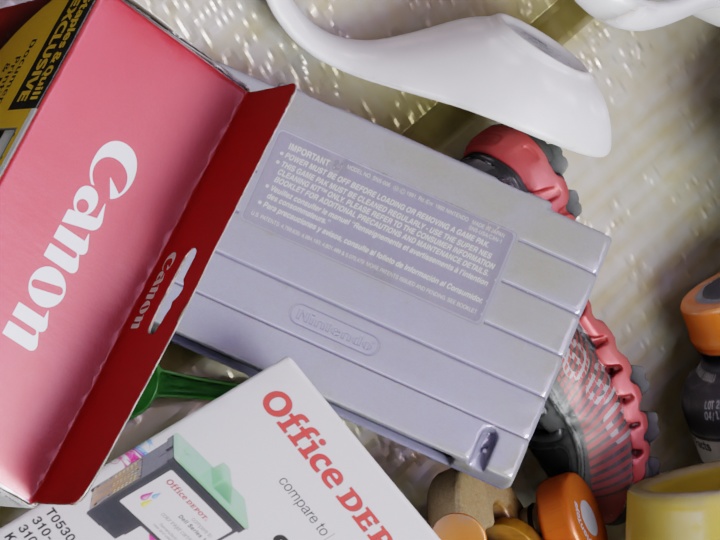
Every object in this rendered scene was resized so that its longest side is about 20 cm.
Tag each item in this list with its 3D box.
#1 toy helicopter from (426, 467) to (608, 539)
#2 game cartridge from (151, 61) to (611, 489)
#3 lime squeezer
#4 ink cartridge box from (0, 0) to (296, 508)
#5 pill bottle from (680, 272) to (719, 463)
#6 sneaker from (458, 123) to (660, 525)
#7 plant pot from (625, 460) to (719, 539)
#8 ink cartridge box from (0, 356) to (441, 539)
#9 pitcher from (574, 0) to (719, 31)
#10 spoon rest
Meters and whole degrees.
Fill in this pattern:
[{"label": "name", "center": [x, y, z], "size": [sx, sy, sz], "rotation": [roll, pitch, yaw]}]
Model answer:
[{"label": "toy helicopter", "center": [0.069, 0.181, 1.300], "size": [0.132, 0.079, 0.200], "rotation": [25, 48, -63]}, {"label": "game cartridge", "center": [0.000, 0.000, 1.302], "size": [0.200, 0.038, 0.130], "rotation": [24, 70, -1]}, {"label": "lime squeezer", "center": [-0.096, 0.052, 1.250], "size": [0.038, 0.071, 0.200], "rotation": [-66, 162, 3]}, {"label": "ink cartridge box", "center": [-0.136, -0.010, 1.178], "size": [0.084, 0.175, 0.200], "rotation": [35, 71, -26]}, {"label": "pill bottle", "center": [0.225, 0.093, 1.446], "size": [0.106, 0.106, 0.200], "rotation": [-29, 105, -30]}, {"label": "sneaker", "center": [0.073, 0.036, 1.372], "size": [0.098, 0.071, 0.201], "rotation": [-27, 101, -31]}, {"label": "plant pot", "center": [0.201, 0.183, 1.333], "size": [0.200, 0.201, 0.189], "rotation": [-10, 91, -32]}, {"label": "ink cartridge box", "center": [-0.068, 0.150, 1.209], "size": [0.200, 0.084, 0.145], "rotation": [-31, 61, -18]}, {"label": "pitcher", "center": [0.162, -0.165, 1.363], "size": [0.200, 0.121, 0.172], "rotation": [22, 56, -34]}, {"label": "spoon rest", "center": [0.032, -0.105, 1.349], "size": [0.200, 0.099, 0.061], "rotation": [30, 104, -16]}]
